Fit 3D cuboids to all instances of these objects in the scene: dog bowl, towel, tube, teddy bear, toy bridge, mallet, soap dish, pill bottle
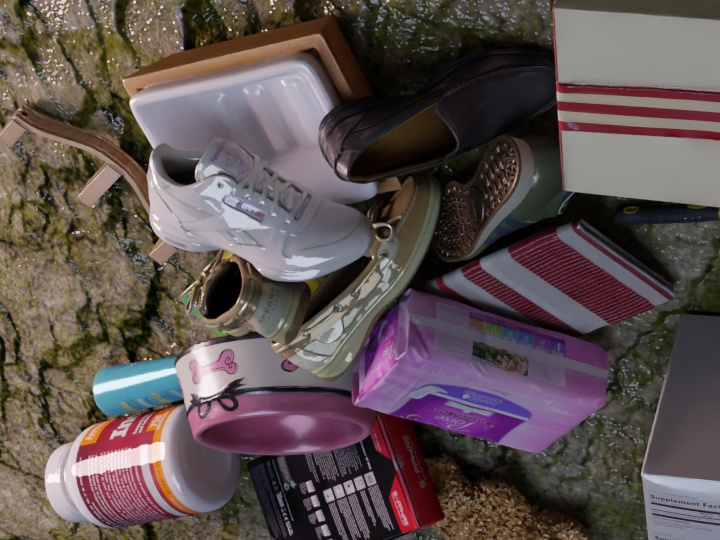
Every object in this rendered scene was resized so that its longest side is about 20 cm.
[{"bbox_3d":[-0.073,0.118,1.584,0.199,0.074,0.200,-3,161,-1],"label":"dog bowl"},{"bbox_3d":[0.148,0.019,1.459,0.199,0.023,0.144,-24,140,38],"label":"towel"},{"bbox_3d":[-0.177,0.106,1.710,0.199,0.051,0.077,-13,165,33],"label":"tube"},{"bbox_3d":[0.124,0.251,1.693,0.199,0.067,0.145,35,138,-7],"label":"teddy bear"},{"bbox_3d":[-0.233,-0.084,1.570,0.200,0.027,0.067,39,134,-13],"label":"toy bridge"},{"bbox_3d":[0.296,-0.053,1.353,0.199,0.066,0.041,5,134,41],"label":"mallet"},{"bbox_3d":[-0.076,-0.123,1.420,0.199,0.081,0.158,-9,127,31],"label":"soap dish"},{"bbox_3d":[-0.230,0.206,1.783,0.199,0.113,0.113,-15,123,34],"label":"pill bottle"}]

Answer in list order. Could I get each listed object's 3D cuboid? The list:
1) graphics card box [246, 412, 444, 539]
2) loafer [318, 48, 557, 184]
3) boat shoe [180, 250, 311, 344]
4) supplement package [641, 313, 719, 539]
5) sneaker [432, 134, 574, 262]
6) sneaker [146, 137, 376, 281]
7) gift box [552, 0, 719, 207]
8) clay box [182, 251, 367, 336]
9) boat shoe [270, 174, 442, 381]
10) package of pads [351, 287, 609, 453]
[{"bbox_3d":[-0.017,0.217,1.696,0.199,0.051,0.126,-28,78,39],"label":"graphics card box"},{"bbox_3d":[0.069,-0.111,1.321,0.199,0.072,0.073,-22,122,1],"label":"loafer"},{"bbox_3d":[-0.106,0.016,1.457,0.062,0.074,0.200,21,174,-25],"label":"boat shoe"},{"bbox_3d":[0.328,0.177,1.436,0.146,0.192,0.201,5,132,20],"label":"supplement package"},{"bbox_3d":[0.129,-0.057,1.395,0.089,0.068,0.200,-6,164,-19],"label":"sneaker"},{"bbox_3d":[-0.086,-0.051,1.379,0.199,0.075,0.100,11,136,16],"label":"sneaker"},{"bbox_3d":[0.239,-0.138,1.180,0.185,0.201,0.185,6,138,18],"label":"gift box"},{"bbox_3d":[-0.065,0.012,1.568,0.115,0.048,0.200,43,135,-16],"label":"clay box"},{"bbox_3d":[-0.001,0.000,1.456,0.063,0.073,0.201,28,109,-19],"label":"boat shoe"},{"bbox_3d":[0.102,0.091,1.491,0.199,0.076,0.121,16,146,-18],"label":"package of pads"}]
